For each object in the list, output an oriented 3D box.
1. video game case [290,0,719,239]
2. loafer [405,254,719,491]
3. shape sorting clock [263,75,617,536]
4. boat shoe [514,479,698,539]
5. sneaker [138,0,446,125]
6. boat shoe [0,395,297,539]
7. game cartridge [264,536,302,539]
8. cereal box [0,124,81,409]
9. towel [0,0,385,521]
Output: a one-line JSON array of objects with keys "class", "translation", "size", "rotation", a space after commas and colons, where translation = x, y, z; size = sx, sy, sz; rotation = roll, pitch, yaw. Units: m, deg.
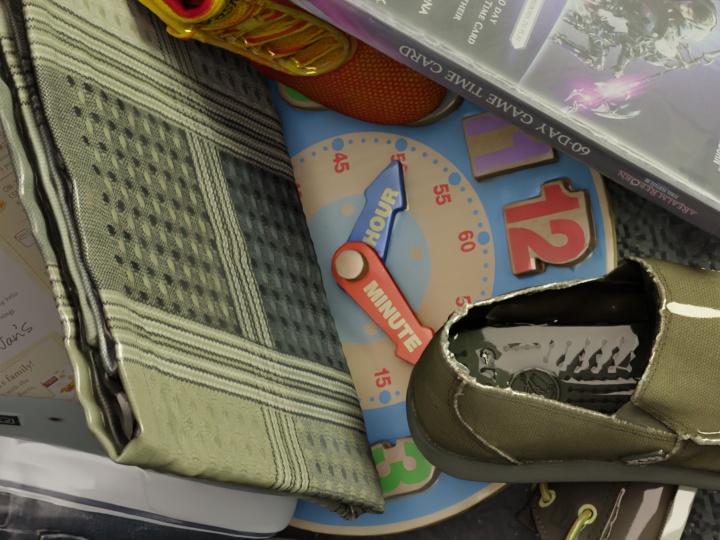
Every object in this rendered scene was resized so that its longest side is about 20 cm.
[{"class": "video game case", "translation": [0.068, -0.106, 0.892], "size": [0.199, 0.019, 0.143], "rotation": [29, 50, -6]}, {"class": "loafer", "translation": [0.113, 0.035, 0.886], "size": [0.199, 0.070, 0.076], "rotation": [-7, 63, 3]}, {"class": "shape sorting clock", "translation": [0.000, 0.000, 0.975], "size": [0.199, 0.039, 0.201], "rotation": [-3, 80, 14]}, {"class": "boat shoe", "translation": [0.084, 0.104, 0.944], "size": [0.060, 0.072, 0.202], "rotation": [18, 85, 4]}, {"class": "sneaker", "translation": [-0.044, -0.099, 0.899], "size": [0.073, 0.200, 0.077], "rotation": [-31, 43, 31]}, {"class": "boat shoe", "translation": [-0.127, 0.096, 0.920], "size": [0.199, 0.071, 0.091], "rotation": [10, 103, -11]}, {"class": "game cartridge", "translation": [-0.084, 0.155, 0.937], "size": [0.199, 0.042, 0.134], "rotation": [5, 53, 5]}, {"class": "cereal box", "translation": [-0.144, -0.013, 0.921], "size": [0.143, 0.200, 0.040], "rotation": [-28, 34, 16]}, {"class": "towel", "translation": [-0.064, -0.011, 0.872], "size": [0.034, 0.200, 0.194], "rotation": [-23, 70, 18]}]
